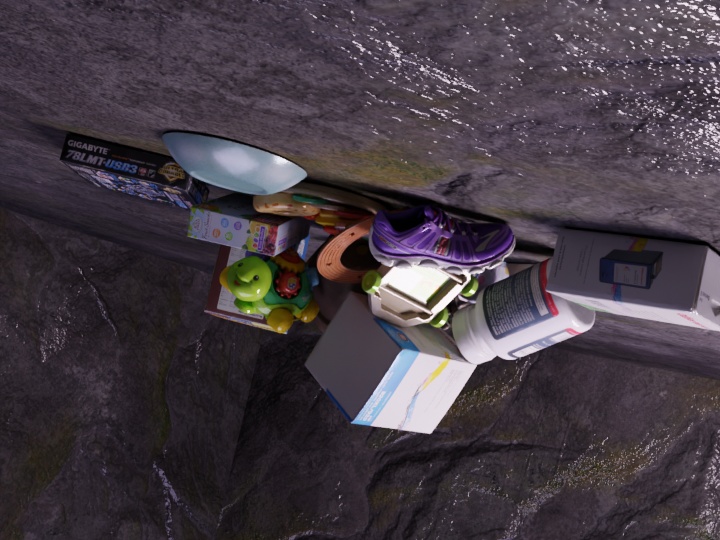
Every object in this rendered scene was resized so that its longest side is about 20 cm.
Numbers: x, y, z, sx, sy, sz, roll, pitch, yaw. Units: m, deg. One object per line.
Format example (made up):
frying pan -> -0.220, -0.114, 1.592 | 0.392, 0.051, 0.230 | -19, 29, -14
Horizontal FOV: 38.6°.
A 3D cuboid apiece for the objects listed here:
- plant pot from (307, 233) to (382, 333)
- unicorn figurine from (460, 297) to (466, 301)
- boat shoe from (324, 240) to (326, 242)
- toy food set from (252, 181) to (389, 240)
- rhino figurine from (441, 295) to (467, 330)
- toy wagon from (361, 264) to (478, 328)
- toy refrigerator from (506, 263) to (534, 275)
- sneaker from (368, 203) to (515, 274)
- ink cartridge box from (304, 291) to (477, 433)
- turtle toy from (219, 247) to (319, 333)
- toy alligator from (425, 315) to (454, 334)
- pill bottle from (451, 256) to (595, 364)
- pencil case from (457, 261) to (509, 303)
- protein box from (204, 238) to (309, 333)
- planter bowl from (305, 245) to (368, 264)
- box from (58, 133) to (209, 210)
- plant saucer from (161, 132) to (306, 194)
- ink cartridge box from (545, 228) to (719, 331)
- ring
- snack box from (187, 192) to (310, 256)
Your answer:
plant pot -> 0.000, 0.000, 1.673 | 0.198, 0.203, 0.175 | 13, 157, 7
unicorn figurine -> 0.170, 0.022, 1.898 | 0.136, 0.075, 0.199 | -6, 157, 42
boat shoe -> -0.014, -0.022, 2.001 | 0.071, 0.061, 0.200 | 17, 173, -34
toy food set -> -0.043, -0.085, 1.506 | 0.196, 0.049, 0.199 | 9, 173, 38
rhino figurine -> 0.138, 0.034, 1.744 | 0.088, 0.059, 0.200 | 56, -169, -9
toy wagon -> 0.101, 0.001, 1.487 | 0.154, 0.200, 0.040 | 27, -154, -36
toy refrigerator -> 0.279, 0.027, 1.758 | 0.075, 0.071, 0.199 | 24, 170, -27
sneaker -> 0.110, -0.048, 1.371 | 0.197, 0.084, 0.081 | 0, -143, -4
ink cartridge box -> 0.049, 0.147, 1.601 | 0.199, 0.146, 0.147 | 17, -158, -47
turtle toy -> -0.141, 0.016, 1.599 | 0.145, 0.102, 0.199 | 38, -155, 18
toy alligator -> 0.106, 0.049, 1.599 | 0.199, 0.055, 0.059 | 28, -166, -28
pill bottle -> 0.243, 0.067, 1.564 | 0.199, 0.121, 0.119 | -26, 152, 32
pencil case -> 0.178, 0.000, 1.638 | 0.083, 0.091, 0.200 | 35, -178, 23
protein box -> -0.188, 0.001, 1.927 | 0.133, 0.203, 0.199 | 13, 175, 4
planter bowl -> -0.013, 0.001, 1.821 | 0.198, 0.202, 0.084 | 12, 145, 9
box -> -0.345, -0.148, 1.604 | 0.196, 0.050, 0.200 | 13, 174, 1
plant saucer -> -0.171, -0.134, 1.368 | 0.198, 0.039, 0.201 | 13, 175, 1
ink cartridge box -> 0.360, 0.013, 1.305 | 0.198, 0.089, 0.145 | 11, 175, 39
ring -> 0.031, -0.038, 1.475 | 0.198, 0.019, 0.201 | -15, 155, -7
snack box -> -0.168, -0.075, 1.608 | 0.140, 0.054, 0.200 | 11, -168, 10
